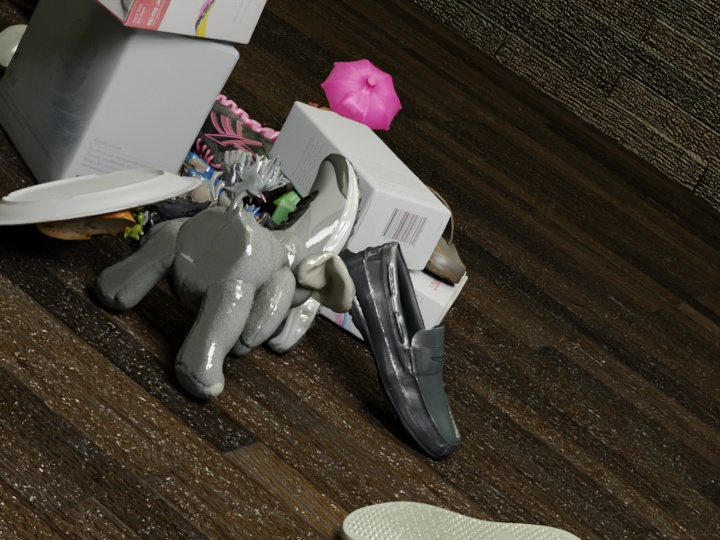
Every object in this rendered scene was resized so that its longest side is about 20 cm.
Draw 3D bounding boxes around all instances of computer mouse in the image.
[{"bbox_3d":[-0.354,-0.251,2.043,0.109,0.044,0.200,33,17,4],"label":"computer mouse"}]

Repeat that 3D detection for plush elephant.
[{"bbox_3d":[-0.101,0.009,1.565,0.164,0.201,0.155,33,-3,33],"label":"plush elephant"}]

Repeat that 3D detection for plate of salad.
[{"bbox_3d":[-0.233,-0.051,1.564,0.198,0.049,0.200,-9,10,2],"label":"plate of salad"}]

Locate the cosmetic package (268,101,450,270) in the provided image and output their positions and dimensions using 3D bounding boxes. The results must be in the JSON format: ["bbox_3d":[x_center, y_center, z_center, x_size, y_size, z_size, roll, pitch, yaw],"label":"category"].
[{"bbox_3d":[-0.004,-0.087,1.835,0.101,0.074,0.200,17,20,-35],"label":"cosmetic package"}]

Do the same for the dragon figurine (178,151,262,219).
[{"bbox_3d":[-0.150,-0.081,1.883,0.099,0.059,0.200,25,18,-19],"label":"dragon figurine"}]

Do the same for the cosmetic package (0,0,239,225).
[{"bbox_3d":[-0.244,-0.185,1.771,0.122,0.201,0.199,17,21,-38],"label":"cosmetic package"}]

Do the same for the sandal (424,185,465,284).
[{"bbox_3d":[0.063,-0.056,1.887,0.081,0.055,0.200,23,18,-28],"label":"sandal"}]

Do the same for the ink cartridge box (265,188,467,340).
[{"bbox_3d":[0.000,0.000,1.864,0.199,0.088,0.145,30,17,4],"label":"ink cartridge box"}]

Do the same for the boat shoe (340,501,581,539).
[{"bbox_3d":[0.079,0.226,1.403,0.198,0.063,0.075,10,26,-13],"label":"boat shoe"}]

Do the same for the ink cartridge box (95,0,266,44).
[{"bbox_3d":[-0.165,-0.268,1.682,0.199,0.068,0.116,1,33,-50],"label":"ink cartridge box"}]

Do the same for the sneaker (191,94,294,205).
[{"bbox_3d":[-0.149,-0.129,2.014,0.199,0.079,0.095,25,48,29],"label":"sneaker"}]

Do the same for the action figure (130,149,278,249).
[{"bbox_3d":[-0.139,-0.049,1.721,0.199,0.118,0.103,25,50,-40],"label":"action figure"}]

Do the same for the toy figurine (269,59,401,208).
[{"bbox_3d":[-0.027,-0.160,2.108,0.149,0.185,0.200,25,17,-17],"label":"toy figurine"}]

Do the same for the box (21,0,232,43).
[{"bbox_3d":[-0.276,-0.326,2.196,0.197,0.124,0.200,18,9,-42],"label":"box"}]

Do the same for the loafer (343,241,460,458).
[{"bbox_3d":[0.046,0.071,1.646,0.202,0.070,0.068,66,20,3],"label":"loafer"}]

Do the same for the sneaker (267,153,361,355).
[{"bbox_3d":[-0.058,-0.026,1.680,0.079,0.201,0.074,29,-25,-16],"label":"sneaker"}]
